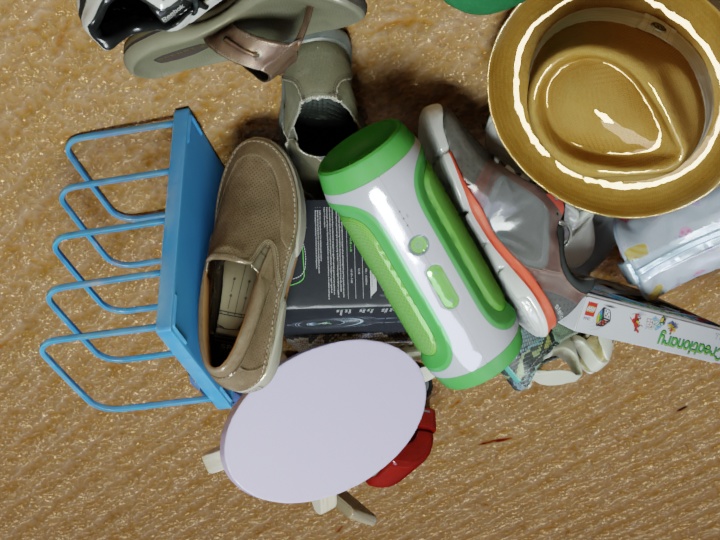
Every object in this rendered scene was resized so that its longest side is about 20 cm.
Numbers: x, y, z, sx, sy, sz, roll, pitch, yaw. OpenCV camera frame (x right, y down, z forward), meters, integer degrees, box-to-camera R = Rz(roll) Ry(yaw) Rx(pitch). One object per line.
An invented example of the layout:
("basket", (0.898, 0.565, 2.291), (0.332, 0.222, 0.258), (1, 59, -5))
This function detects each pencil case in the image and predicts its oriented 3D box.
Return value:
("pencil case", (0.316, -0.045, 1.222), (0.198, 0.091, 0.084), (-24, 119, 21))

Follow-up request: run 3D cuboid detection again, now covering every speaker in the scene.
("speaker", (0.047, -0.011, 1.082), (0.088, 0.089, 0.201), (-21, 112, 27))

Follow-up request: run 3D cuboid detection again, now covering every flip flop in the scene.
("flip flop", (-0.083, -0.161, 1.026), (0.197, 0.058, 0.081), (-13, 164, 23))

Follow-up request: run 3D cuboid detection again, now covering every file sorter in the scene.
("file sorter", (-0.176, -0.001, 1.167), (0.121, 0.203, 0.139), (-8, 149, 13))

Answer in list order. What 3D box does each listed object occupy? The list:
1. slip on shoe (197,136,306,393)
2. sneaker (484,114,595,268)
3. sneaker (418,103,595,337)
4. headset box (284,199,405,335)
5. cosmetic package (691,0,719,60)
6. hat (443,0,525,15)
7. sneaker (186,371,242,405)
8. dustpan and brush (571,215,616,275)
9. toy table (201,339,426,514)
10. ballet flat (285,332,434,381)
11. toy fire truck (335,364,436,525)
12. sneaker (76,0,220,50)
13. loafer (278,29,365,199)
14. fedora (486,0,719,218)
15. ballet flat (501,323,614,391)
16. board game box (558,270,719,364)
("slip on shoe", (-0.091, -0.009, 1.108), (0.075, 0.203, 0.060), (3, 169, 25))
("sneaker", (0.163, -0.059, 1.179), (0.071, 0.080, 0.201), (-46, 140, -13))
("sneaker", (0.116, -0.051, 1.125), (0.081, 0.202, 0.077), (-31, -173, -7))
("headset box", (0.000, 0.000, 1.234), (0.197, 0.094, 0.174), (-2, 170, -3))
("cosmetic package", (0.286, -0.146, 1.112), (0.150, 0.052, 0.199), (24, 140, -38))
("hat", (0.088, -0.178, 0.921), (0.197, 0.178, 0.166), (9, 147, -19))
("sneaker", (-0.144, 0.080, 1.421), (0.081, 0.075, 0.201), (-3, 146, 11))
("dustpan and brush", (0.159, -0.001, 1.325), (0.137, 0.058, 0.201), (3, 148, -10))
("toy table", (-0.047, 0.140, 1.322), (0.197, 0.187, 0.117), (-12, 179, -21))
("ballet flat", (0.022, 0.082, 1.432), (0.197, 0.076, 0.068), (-5, 154, 4))
("toy fire truck", (-0.002, 0.187, 1.481), (0.174, 0.203, 0.129), (13, 146, -24))
("sneaker", (-0.103, -0.202, 0.964), (0.197, 0.081, 0.074), (-16, 144, 17))
("loafer", (-0.032, -0.106, 1.131), (0.074, 0.071, 0.201), (-5, 148, 4))
("fedora", (0.182, -0.119, 1.031), (0.197, 0.082, 0.204), (6, 113, 14))
("ballet flat", (0.200, 0.073, 1.368), (0.198, 0.075, 0.074), (-15, 160, -39))
("board game box", (0.218, 0.033, 1.258), (0.198, 0.035, 0.126), (14, -170, -38))
